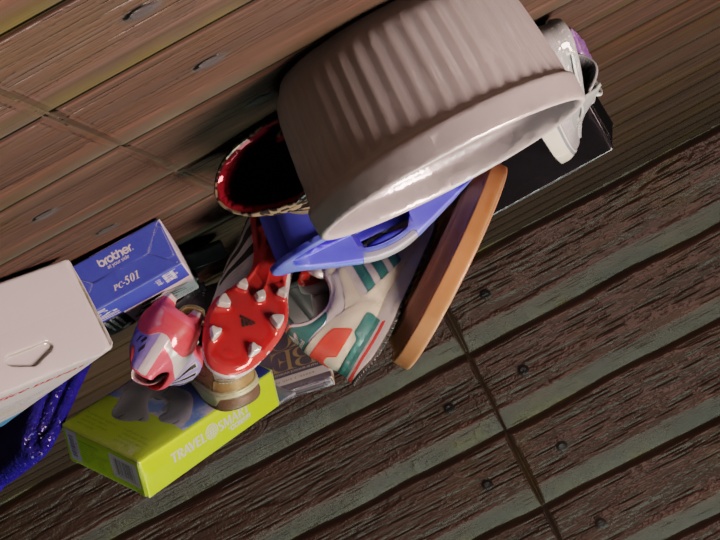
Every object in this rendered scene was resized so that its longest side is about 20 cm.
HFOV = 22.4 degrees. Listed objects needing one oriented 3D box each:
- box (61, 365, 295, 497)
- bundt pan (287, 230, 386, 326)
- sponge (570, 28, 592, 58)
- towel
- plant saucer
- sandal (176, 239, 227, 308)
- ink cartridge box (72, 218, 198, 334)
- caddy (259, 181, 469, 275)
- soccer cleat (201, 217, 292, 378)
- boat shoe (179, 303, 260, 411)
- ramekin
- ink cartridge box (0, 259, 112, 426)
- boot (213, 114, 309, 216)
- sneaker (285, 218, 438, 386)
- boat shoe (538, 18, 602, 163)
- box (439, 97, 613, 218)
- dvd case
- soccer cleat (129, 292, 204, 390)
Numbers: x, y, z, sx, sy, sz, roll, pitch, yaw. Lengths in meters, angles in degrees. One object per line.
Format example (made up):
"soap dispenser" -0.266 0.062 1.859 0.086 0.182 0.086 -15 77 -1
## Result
"box" -0.174 0.135 1.767 0.121 0.048 0.199 18 -141 41
"bundt pan" -0.014 -0.004 1.836 0.201 0.076 0.202 -29 -165 8
"sponge" 0.116 -0.152 1.647 0.199 0.030 0.112 -29 176 13
"towel" -0.336 0.155 1.825 0.200 0.049 0.149 -37 -147 51
"plant saucer" 0.073 -0.009 1.621 0.202 0.032 0.200 -63 -178 4
"sandal" -0.181 0.020 1.744 0.076 0.043 0.200 -24 174 -36
"ink cartridge box" -0.194 0.008 1.550 0.093 0.044 0.200 -29 175 -4
"caddy" 0.004 -0.060 1.531 0.199 0.106 0.141 -26 176 -16
"soccer cleat" -0.095 0.022 1.592 0.085 0.068 0.201 118 -11 -51
"boat shoe" -0.160 0.065 1.758 0.071 0.077 0.199 -28 -150 -26
"ramekin" 0.038 -0.111 1.208 0.199 0.106 0.200 -28 175 -3
"ink cartridge box" -0.309 0.080 1.431 0.144 0.085 0.200 -23 175 -43
"boot" -0.007 -0.096 1.350 0.199 0.074 0.150 -23 177 21
"sneaker" 0.000 0.001 1.602 0.201 0.093 0.070 -65 -177 -32
"boat shoe" 0.171 -0.151 1.535 0.071 0.070 0.201 -30 158 5
"box" 0.142 -0.113 1.764 0.199 0.079 0.141 -29 -174 13
"dvd case" -0.111 0.070 1.901 0.147 0.016 0.201 -18 -140 4
"soccer cleat" -0.178 0.077 1.612 0.077 0.066 0.200 -55 179 -17
